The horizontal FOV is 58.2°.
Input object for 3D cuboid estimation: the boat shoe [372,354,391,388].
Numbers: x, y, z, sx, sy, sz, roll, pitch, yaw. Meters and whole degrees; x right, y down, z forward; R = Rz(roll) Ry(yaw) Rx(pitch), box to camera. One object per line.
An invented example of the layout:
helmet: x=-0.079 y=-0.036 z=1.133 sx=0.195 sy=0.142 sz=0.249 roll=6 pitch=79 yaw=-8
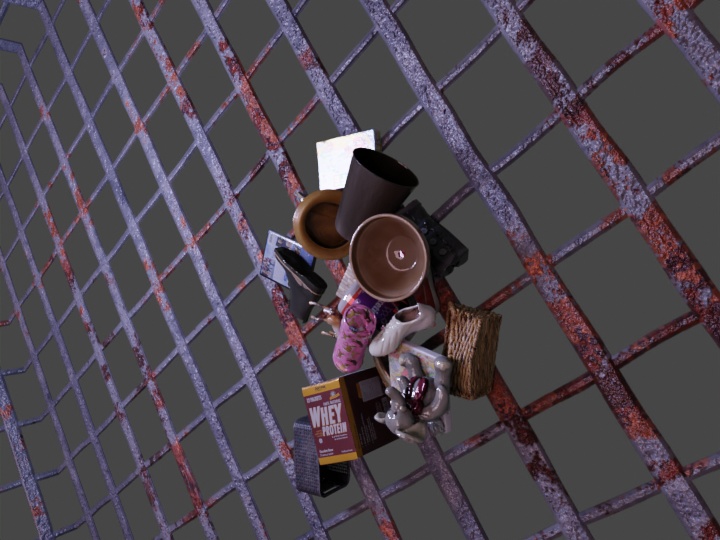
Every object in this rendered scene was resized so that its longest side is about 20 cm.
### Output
boat shoe: x=0.086 y=0.295 z=1.670 sx=0.201 sy=0.071 sz=0.076 roll=57 pitch=134 yaw=20

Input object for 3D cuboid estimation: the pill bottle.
pill bottle: x=0.046 y=0.118 z=1.641 sx=0.199 sy=0.112 sz=0.113 roll=40 pitch=117 yaw=7

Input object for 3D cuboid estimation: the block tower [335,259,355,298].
block tower: x=0.000 y=0.000 z=1.723 sx=0.058 sy=0.054 sz=0.202 roll=35 pitch=113 yaw=31

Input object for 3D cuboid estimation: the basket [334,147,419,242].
basket: x=0.024 y=-0.174 z=1.608 sx=0.178 sy=0.137 sz=0.202 roll=24 pitch=123 yaw=-6

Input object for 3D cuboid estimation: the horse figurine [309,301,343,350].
horse figurine: x=-0.066 y=0.152 z=1.741 sx=0.131 sy=0.050 sz=0.201 roll=10 pitch=141 yaw=41

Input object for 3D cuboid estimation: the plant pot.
plant pot: x=0.079 y=-0.035 z=1.509 sx=0.198 sy=0.092 sz=0.205 roll=5 pitch=101 yaw=27

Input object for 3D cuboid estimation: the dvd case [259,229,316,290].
dvd case: x=-0.215 y=-0.022 z=1.910 sx=0.198 sy=0.017 sz=0.145 roll=24 pitch=108 yaw=33

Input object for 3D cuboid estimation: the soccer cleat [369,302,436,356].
soccer cleat: x=0.086 y=0.133 z=1.498 sx=0.199 sy=0.077 sz=0.070 roll=-35 pitch=42 yaw=27

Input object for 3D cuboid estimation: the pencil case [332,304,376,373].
pencil case: x=-0.017 y=0.171 z=1.591 sx=0.201 sy=0.081 sz=0.088 roll=107 pitch=170 yaw=-50

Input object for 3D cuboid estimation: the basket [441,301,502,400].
basket: x=0.226 y=0.186 z=1.503 sx=0.147 sy=0.142 sz=0.204 roll=13 pitch=101 yaw=35

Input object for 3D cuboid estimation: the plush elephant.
plush elephant: x=0.109 y=0.293 z=1.415 sx=0.164 sy=0.153 sz=0.204 roll=7 pitch=110 yaw=54

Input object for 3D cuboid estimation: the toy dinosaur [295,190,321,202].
toy dinosaur: x=-0.126 y=-0.174 z=1.816 sx=0.088 sy=0.047 sz=0.201 roll=-50 pitch=61 yaw=36

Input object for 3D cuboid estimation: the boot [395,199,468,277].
boot: x=0.142 y=-0.055 z=1.569 sx=0.164 sy=0.066 sz=0.200 roll=-41 pitch=67 yaw=-1

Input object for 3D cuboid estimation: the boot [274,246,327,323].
boot: x=-0.197 y=0.041 z=1.848 sx=0.200 sy=0.077 sz=0.139 roll=45 pitch=122 yaw=26

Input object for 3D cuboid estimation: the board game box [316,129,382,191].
board game box: x=-0.029 y=-0.292 z=1.738 sx=0.198 sy=0.034 sz=0.137 roll=-5 pitch=90 yaw=38

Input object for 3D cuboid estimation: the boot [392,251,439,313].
boot: x=0.113 y=0.023 z=1.580 sx=0.072 sy=0.143 sz=0.203 roll=-28 pitch=75 yaw=36

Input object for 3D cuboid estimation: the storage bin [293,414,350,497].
storage bin: x=-0.106 y=0.504 z=1.785 sx=0.093 sy=0.134 sz=0.204 roll=-2 pitch=92 yaw=37

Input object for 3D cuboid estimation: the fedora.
fedora: x=-0.088 y=-0.127 z=1.734 sx=0.082 sy=0.197 sz=0.204 roll=-136 pitch=56 yaw=-68

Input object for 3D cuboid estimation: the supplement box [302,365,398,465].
supplement box: x=-0.019 y=0.369 z=1.670 sx=0.132 sy=0.199 sz=0.201 roll=-21 pitch=80 yaw=36

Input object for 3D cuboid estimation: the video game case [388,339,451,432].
video game case: x=0.136 y=0.263 z=1.523 sx=0.199 sy=0.023 sz=0.185 roll=18 pitch=119 yaw=53
